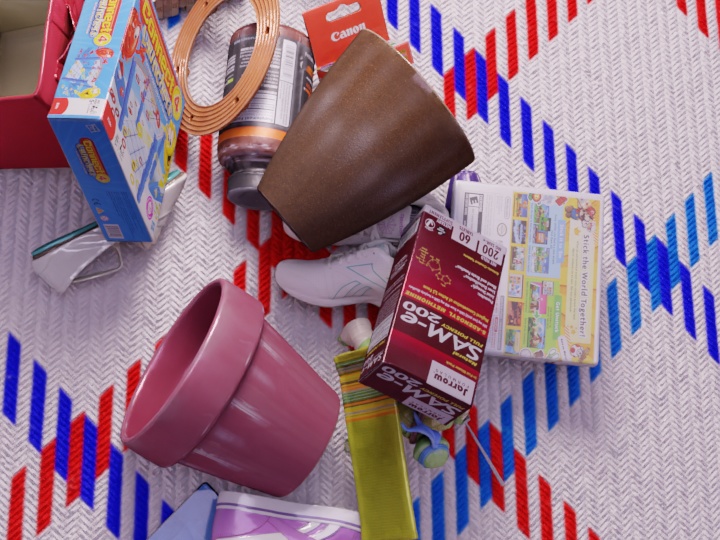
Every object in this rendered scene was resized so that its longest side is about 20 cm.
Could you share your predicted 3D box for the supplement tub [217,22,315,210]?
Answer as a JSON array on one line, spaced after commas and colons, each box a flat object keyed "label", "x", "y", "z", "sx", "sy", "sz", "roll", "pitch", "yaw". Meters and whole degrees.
[{"label": "supplement tub", "x": -0.111, "y": -0.176, "z": 1.288, "sx": 0.105, "sy": 0.107, "sz": 0.204, "roll": 7, "pitch": 74, "yaw": -10}]

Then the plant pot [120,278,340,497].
[{"label": "plant pot", "x": -0.127, "y": 0.139, "z": 1.165, "sx": 0.178, "sy": 0.199, "sz": 0.202, "roll": 35, "pitch": 70, "yaw": -17}]

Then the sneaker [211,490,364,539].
[{"label": "sneaker", "x": -0.064, "y": 0.307, "z": 1.177, "sx": 0.197, "sy": 0.073, "sz": 0.116, "roll": 11, "pitch": 68, "yaw": -14}]

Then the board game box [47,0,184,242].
[{"label": "board game box", "x": -0.247, "y": -0.167, "z": 1.157, "sx": 0.055, "sy": 0.201, "sz": 0.199, "roll": 2, "pitch": 57, "yaw": 7}]

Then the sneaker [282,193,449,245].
[{"label": "sneaker", "x": 0.009, "y": -0.066, "z": 1.283, "sx": 0.196, "sy": 0.100, "sz": 0.076, "roll": -4, "pitch": 101, "yaw": -12}]

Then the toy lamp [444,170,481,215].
[{"label": "toy lamp", "x": 0.131, "y": -0.018, "z": 1.323, "sx": 0.057, "sy": 0.058, "sz": 0.204, "roll": 1, "pitch": 78, "yaw": -11}]

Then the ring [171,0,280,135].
[{"label": "ring", "x": -0.156, "y": -0.249, "z": 1.269, "sx": 0.019, "sy": 0.198, "sz": 0.204, "roll": 18, "pitch": 68, "yaw": -43}]

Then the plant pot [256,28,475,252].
[{"label": "plant pot", "x": -0.009, "y": -0.121, "z": 1.199, "sx": 0.200, "sy": 0.187, "sz": 0.187, "roll": -43, "pitch": 86, "yaw": -2}]

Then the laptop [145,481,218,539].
[{"label": "laptop", "x": -0.166, "y": 0.352, "z": 1.131, "sx": 0.187, "sy": 0.200, "sz": 0.116, "roll": 46, "pitch": 105, "yaw": 3}]

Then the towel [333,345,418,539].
[{"label": "towel", "x": 0.014, "y": 0.181, "z": 1.154, "sx": 0.018, "sy": 0.086, "sz": 0.204, "roll": 0, "pitch": 75, "yaw": -37}]

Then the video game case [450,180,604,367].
[{"label": "video game case", "x": 0.188, "y": 0.002, "z": 1.280, "sx": 0.179, "sy": 0.023, "sz": 0.204, "roll": 6, "pitch": 76, "yaw": 0}]

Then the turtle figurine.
[{"label": "turtle figurine", "x": 0.046, "y": 0.158, "z": 1.247, "sx": 0.142, "sy": 0.200, "sz": 0.196, "roll": -25, "pitch": 57, "yaw": 9}]

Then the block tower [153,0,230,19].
[{"label": "block tower", "x": -0.228, "y": -0.343, "z": 1.336, "sx": 0.197, "sy": 0.054, "sz": 0.059, "roll": -21, "pitch": 81, "yaw": -16}]

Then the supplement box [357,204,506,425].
[{"label": "supplement box", "x": 0.078, "y": 0.044, "z": 1.149, "sx": 0.108, "sy": 0.061, "sz": 0.202, "roll": 26, "pitch": 55, "yaw": -13}]

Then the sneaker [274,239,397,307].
[{"label": "sneaker", "x": 0.000, "y": 0.000, "z": 1.258, "sx": 0.197, "sy": 0.071, "sz": 0.081, "roll": 7, "pitch": 117, "yaw": 5}]

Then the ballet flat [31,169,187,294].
[{"label": "ballet flat", "x": -0.272, "y": -0.039, "z": 1.246, "sx": 0.198, "sy": 0.069, "sz": 0.070, "roll": -32, "pitch": 83, "yaw": -14}]

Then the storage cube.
[{"label": "storage cube", "x": -0.363, "y": -0.219, "z": 1.180, "sx": 0.196, "sy": 0.180, "sz": 0.174, "roll": 0, "pitch": 73, "yaw": 13}]

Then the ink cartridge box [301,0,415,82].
[{"label": "ink cartridge box", "x": 0.011, "y": -0.220, "z": 1.304, "sx": 0.108, "sy": 0.050, "sz": 0.203, "roll": -25, "pitch": 114, "yaw": -19}]
